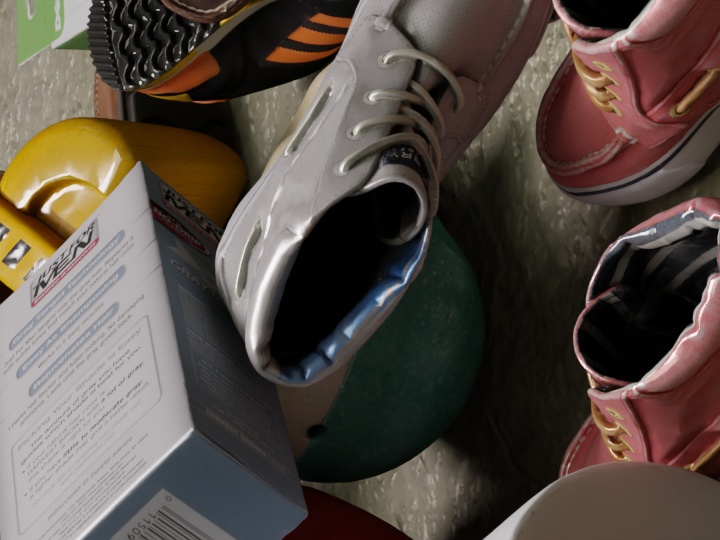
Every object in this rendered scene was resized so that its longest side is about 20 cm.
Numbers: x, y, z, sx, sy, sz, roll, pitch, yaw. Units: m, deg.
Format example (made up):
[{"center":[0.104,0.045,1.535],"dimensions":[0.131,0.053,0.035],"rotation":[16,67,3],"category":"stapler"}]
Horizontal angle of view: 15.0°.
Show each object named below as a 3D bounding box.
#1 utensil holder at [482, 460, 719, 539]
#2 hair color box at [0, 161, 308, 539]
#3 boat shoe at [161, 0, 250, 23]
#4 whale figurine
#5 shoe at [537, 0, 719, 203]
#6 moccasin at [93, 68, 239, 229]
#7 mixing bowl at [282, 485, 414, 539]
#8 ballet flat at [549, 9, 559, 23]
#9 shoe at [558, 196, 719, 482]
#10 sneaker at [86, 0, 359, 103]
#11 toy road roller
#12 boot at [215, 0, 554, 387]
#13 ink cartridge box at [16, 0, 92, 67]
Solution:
[{"center":[0.063,0.181,0.937],"dimensions":[0.200,0.169,0.171],"rotation":[-51,47,45],"category":"utensil holder"},{"center":[-0.086,0.053,1.031],"dimensions":[0.099,0.061,0.200],"rotation":[-44,28,15],"category":"hair color box"},{"center":[-0.047,-0.193,1.091],"dimensions":[0.070,0.070,0.201],"rotation":[-90,14,-73],"category":"boat shoe"},{"center":[0.000,0.000,1.144],"dimensions":[0.201,0.103,0.159],"rotation":[-86,20,-48],"category":"whale figurine"},{"center":[0.096,-0.086,0.950],"dimensions":[0.200,0.091,0.072],"rotation":[-42,54,51],"category":"shoe"},{"center":[-0.094,-0.013,1.309],"dimensions":[0.078,0.073,0.202],"rotation":[-27,75,45],"category":"moccasin"},{"center":[-0.046,0.159,1.094],"dimensions":[0.109,0.199,0.201],"rotation":[57,135,48],"category":"mixing bowl"},{"center":[0.087,-0.193,1.019],"dimensions":[0.071,0.069,0.201],"rotation":[7,94,42],"category":"ballet flat"},{"center":[0.103,0.037,0.939],"dimensions":[0.200,0.091,0.072],"rotation":[-44,42,48],"category":"shoe"},{"center":[-0.019,-0.127,1.183],"dimensions":[0.199,0.090,0.070],"rotation":[-22,71,27],"category":"sneaker"},{"center":[-0.137,-0.015,1.218],"dimensions":[0.200,0.123,0.146],"rotation":[37,108,32],"category":"toy road roller"},{"center":[0.018,-0.048,0.981],"dimensions":[0.201,0.073,0.096],"rotation":[-59,19,13],"category":"boot"},{"center":[-0.113,-0.167,1.346],"dimensions":[0.200,0.059,0.104],"rotation":[163,106,-65],"category":"ink cartridge box"}]
